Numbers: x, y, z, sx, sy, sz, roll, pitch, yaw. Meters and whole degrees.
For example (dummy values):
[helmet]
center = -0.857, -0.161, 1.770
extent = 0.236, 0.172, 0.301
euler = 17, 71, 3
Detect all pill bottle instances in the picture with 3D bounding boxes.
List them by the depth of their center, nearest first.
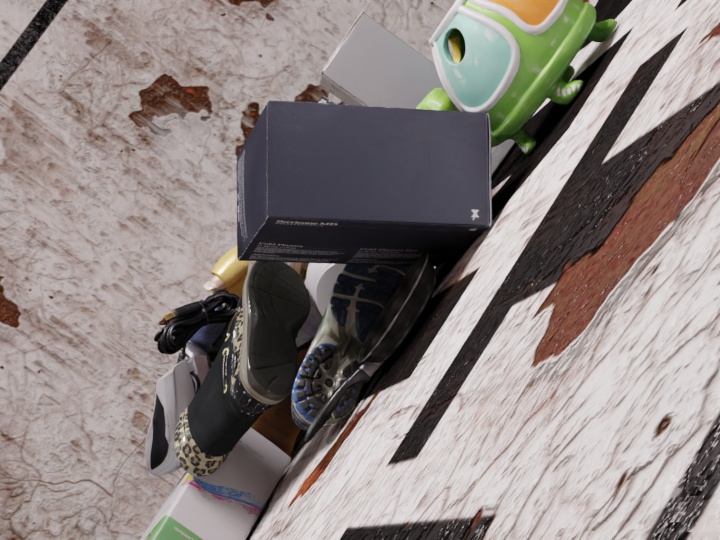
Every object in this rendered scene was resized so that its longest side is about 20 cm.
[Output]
[pill bottle]
center = 0.000, 0.000, 1.746
extent = 0.105, 0.104, 0.200
euler = -54, 4, 15

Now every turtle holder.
[turtle holder]
center = 0.131, -0.194, 1.537
extent = 0.142, 0.131, 0.186
euler = -57, 4, -18

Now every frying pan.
[frying pan]
center = 0.018, 0.065, 1.494
extent = 0.191, 0.031, 0.115
euler = -62, 6, -30

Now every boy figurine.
[boy figurine]
center = -0.115, 0.019, 1.841
extent = 0.200, 0.064, 0.124
euler = -51, -38, 3

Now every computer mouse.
[computer mouse]
center = -0.172, 0.124, 1.715
extent = 0.109, 0.044, 0.202
euler = -25, -49, -52

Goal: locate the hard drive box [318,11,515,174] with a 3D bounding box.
[hard drive box]
center = 0.058, -0.168, 1.736
extent = 0.077, 0.199, 0.156
euler = -55, 4, 1

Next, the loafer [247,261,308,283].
[loafer]
center = -0.068, -0.034, 1.764
extent = 0.072, 0.062, 0.202
euler = 24, 107, 50

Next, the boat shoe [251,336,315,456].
[boat shoe]
center = -0.067, 0.127, 1.742
extent = 0.200, 0.070, 0.071
euler = -53, 8, 40

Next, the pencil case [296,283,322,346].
[pencil case]
center = -0.043, 0.064, 1.909
extent = 0.083, 0.091, 0.200
euler = -33, 6, 2

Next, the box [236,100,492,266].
[box]
center = -0.001, -0.073, 1.511
extent = 0.182, 0.198, 0.105
euler = 142, 129, -74

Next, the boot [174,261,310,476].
[boot]
center = -0.121, 0.092, 1.668
extent = 0.154, 0.073, 0.204
euler = -50, 22, 31

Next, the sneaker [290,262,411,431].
[sneaker]
center = -0.015, 0.067, 1.598
extent = 0.201, 0.077, 0.085
euler = -57, 0, -30

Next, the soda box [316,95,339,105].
[soda box]
center = 0.005, -0.122, 1.825
extent = 0.064, 0.071, 0.200
euler = -53, 34, 1

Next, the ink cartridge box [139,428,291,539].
[ink cartridge box]
center = -0.166, 0.265, 1.708
extent = 0.145, 0.084, 0.200
euler = -52, 5, 43
